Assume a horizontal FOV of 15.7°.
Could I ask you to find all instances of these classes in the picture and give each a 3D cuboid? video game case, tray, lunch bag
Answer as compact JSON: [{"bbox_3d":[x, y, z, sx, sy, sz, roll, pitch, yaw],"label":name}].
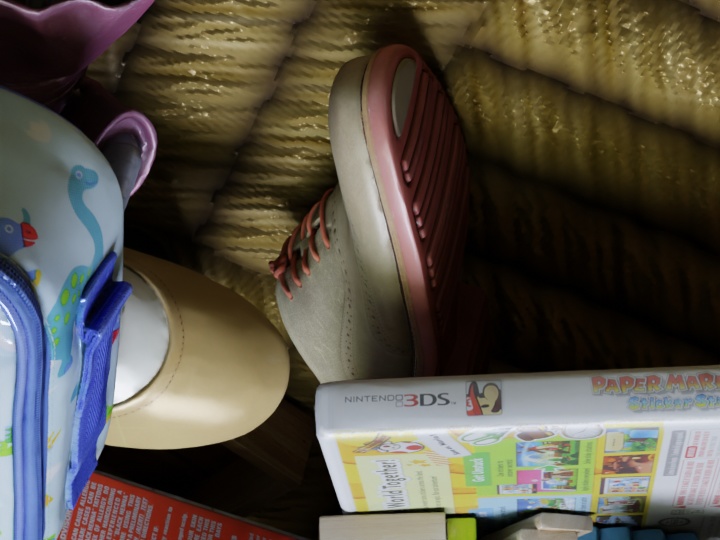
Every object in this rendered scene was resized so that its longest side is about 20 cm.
[{"bbox_3d":[0.082,0.070,0.919,0.181,0.023,0.200,-2,163,3],"label":"video game case"},{"bbox_3d":[-0.125,0.037,1.018,0.200,0.037,0.099,35,136,-23],"label":"tray"},{"bbox_3d":[-0.152,0.015,0.804,0.160,0.083,0.200,22,144,6],"label":"lunch bag"}]

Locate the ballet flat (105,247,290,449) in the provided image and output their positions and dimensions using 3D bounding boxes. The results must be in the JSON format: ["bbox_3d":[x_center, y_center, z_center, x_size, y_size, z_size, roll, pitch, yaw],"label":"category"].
[{"bbox_3d":[-0.123,0.015,0.891,0.199,0.069,0.063,15,178,13],"label":"ballet flat"}]

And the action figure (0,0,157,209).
[{"bbox_3d":[-0.120,-0.084,0.844,0.133,0.149,0.200,22,160,-1],"label":"action figure"}]

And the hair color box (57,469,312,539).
[{"bbox_3d":[-0.075,0.131,1.012,0.199,0.064,0.111,21,158,-20],"label":"hair color box"}]

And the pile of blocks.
[{"bbox_3d":[0.073,0.129,0.965,0.199,0.062,0.082,6,161,-22],"label":"pile of blocks"}]

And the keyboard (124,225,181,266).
[{"bbox_3d":[-0.148,0.036,0.965,0.199,0.040,0.104,-4,136,23],"label":"keyboard"}]

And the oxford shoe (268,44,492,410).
[{"bbox_3d":[0.000,0.000,0.909,0.074,0.071,0.200,6,140,14],"label":"oxford shoe"}]
